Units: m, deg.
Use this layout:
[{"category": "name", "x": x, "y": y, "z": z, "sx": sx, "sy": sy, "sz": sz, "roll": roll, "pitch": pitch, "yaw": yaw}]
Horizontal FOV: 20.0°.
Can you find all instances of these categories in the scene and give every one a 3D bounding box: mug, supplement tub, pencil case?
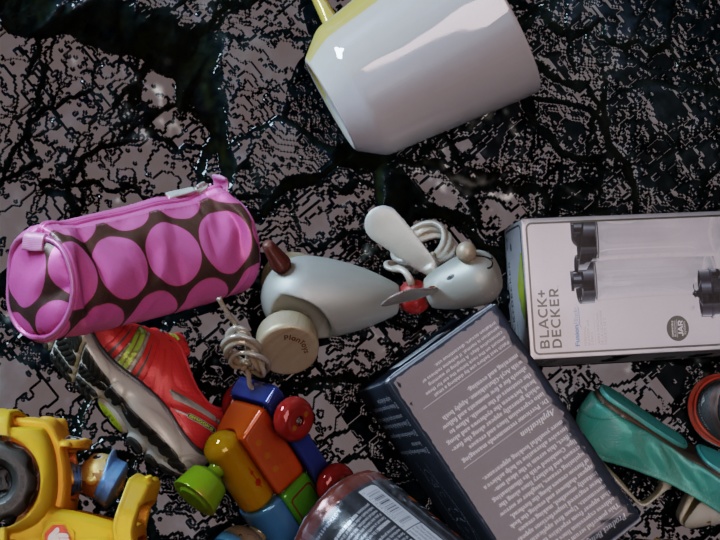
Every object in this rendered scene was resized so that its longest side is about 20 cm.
[{"category": "mug", "x": 0.036, "y": -0.177, "z": 1.626, "sx": 0.152, "sy": 0.187, "sz": 0.150, "roll": -31, "pitch": 122, "yaw": -2}, {"category": "supplement tub", "x": 0.048, "y": 0.243, "z": 1.509, "sx": 0.200, "sy": 0.107, "sz": 0.107, "roll": 37, "pitch": 78, "yaw": 31}, {"category": "pencil case", "x": -0.172, "y": -0.010, "z": 1.540, "sx": 0.199, "sy": 0.090, "sz": 0.095, "roll": -18, "pitch": 118, "yaw": -45}]

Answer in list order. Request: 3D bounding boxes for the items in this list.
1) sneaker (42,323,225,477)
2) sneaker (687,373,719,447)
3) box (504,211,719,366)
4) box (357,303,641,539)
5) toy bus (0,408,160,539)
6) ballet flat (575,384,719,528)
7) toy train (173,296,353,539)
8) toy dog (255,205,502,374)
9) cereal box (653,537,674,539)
[{"category": "sneaker", "x": -0.178, "y": 0.068, "z": 1.592, "sx": 0.085, "sy": 0.077, "sz": 0.200, "roll": -41, "pitch": 92, "yaw": -31}, {"category": "sneaker", "x": 0.366, "y": 0.136, "z": 1.653, "sx": 0.198, "sy": 0.082, "sz": 0.078, "roll": 13, "pitch": 82, "yaw": -7}, {"category": "box", "x": 0.221, "y": 0.015, "z": 1.654, "sx": 0.198, "sy": 0.060, "sz": 0.118, "roll": -1, "pitch": 84, "yaw": -9}, {"category": "box", "x": 0.103, "y": 0.141, "z": 1.578, "sx": 0.107, "sy": 0.148, "sz": 0.201, "roll": -34, "pitch": 90, "yaw": -10}, {"category": "toy bus", "x": -0.199, "y": 0.201, "z": 1.516, "sx": 0.190, "sy": 0.136, "sz": 0.202, "roll": -3, "pitch": 83, "yaw": 1}, {"category": "ballet flat", "x": 0.257, "y": 0.166, "z": 1.650, "sx": 0.199, "sy": 0.067, "sz": 0.071, "roll": 29, "pitch": 105, "yaw": -5}, {"category": "toy train", "x": -0.097, "y": 0.132, "z": 1.533, "sx": 0.116, "sy": 0.084, "sz": 0.201, "roll": -46, "pitch": 122, "yaw": -26}, {"category": "toy dog", "x": 0.000, "y": 0.000, "z": 1.576, "sx": 0.199, "sy": 0.132, "sz": 0.097, "roll": -25, "pitch": 131, "yaw": -11}, {"category": "cereal box", "x": 0.307, "y": 0.294, "z": 1.612, "sx": 0.198, "sy": 0.039, "sz": 0.145, "roll": 9, "pitch": 91, "yaw": -27}]
